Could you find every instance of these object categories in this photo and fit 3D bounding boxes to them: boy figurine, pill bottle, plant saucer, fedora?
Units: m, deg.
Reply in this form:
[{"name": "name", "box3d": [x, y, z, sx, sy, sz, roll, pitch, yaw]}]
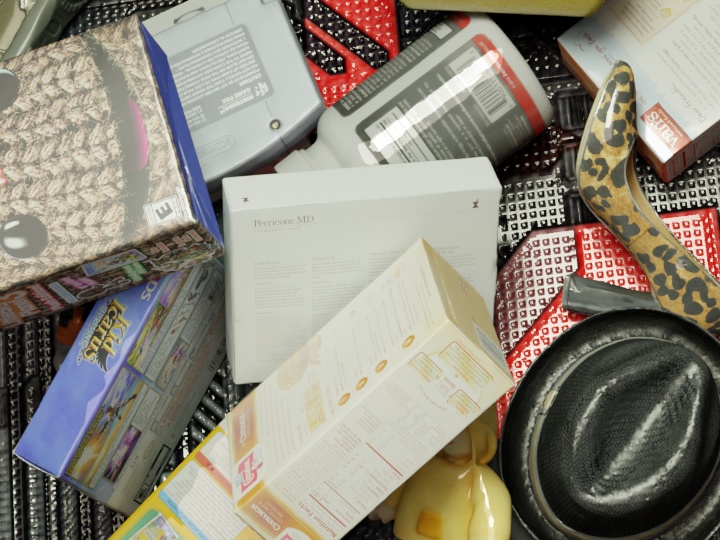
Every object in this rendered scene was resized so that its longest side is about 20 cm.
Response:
[{"name": "boy figurine", "box3d": [0.061, 0.176, 1.545, 0.124, 0.064, 0.201, 26, 103, 39]}, {"name": "pill bottle", "box3d": [0.039, -0.102, 1.650, 0.200, 0.116, 0.116, -37, 72, -1]}, {"name": "plant saucer", "box3d": [0.116, -0.231, 1.650, 0.199, 0.200, 0.049, 3, 106, 12]}, {"name": "fedora", "box3d": [0.196, 0.118, 1.532, 0.199, 0.092, 0.202, 0, 80, -1]}]

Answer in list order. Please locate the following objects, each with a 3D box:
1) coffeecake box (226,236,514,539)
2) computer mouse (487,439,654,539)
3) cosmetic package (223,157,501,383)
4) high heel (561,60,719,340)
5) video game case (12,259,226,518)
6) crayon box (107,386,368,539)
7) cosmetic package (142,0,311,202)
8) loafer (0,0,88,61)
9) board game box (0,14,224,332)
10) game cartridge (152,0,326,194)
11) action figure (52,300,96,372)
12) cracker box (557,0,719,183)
[{"name": "coffeecake box", "box3d": [0.002, 0.092, 1.505, 0.200, 0.154, 0.073, -42, 110, 11]}, {"name": "computer mouse", "box3d": [0.129, 0.171, 1.591, 0.199, 0.053, 0.139, 13, 78, 14]}, {"name": "cosmetic package", "box3d": [0.000, 0.000, 1.587, 0.199, 0.152, 0.052, -5, 35, -10]}, {"name": "high heel", "box3d": [0.231, -0.050, 1.599, 0.142, 0.071, 0.201, 11, 107, 18]}, {"name": "video game case", "box3d": [-0.164, 0.075, 1.604, 0.045, 0.181, 0.201, 25, 80, 17]}, {"name": "crayon box", "box3d": [-0.102, 0.205, 1.626, 0.200, 0.052, 0.126, -45, 72, -4]}, {"name": "cosmetic package", "box3d": [-0.157, -0.123, 1.727, 0.199, 0.052, 0.151, -25, 70, 3]}, {"name": "loafer", "box3d": [-0.267, -0.233, 1.763, 0.069, 0.075, 0.201, 30, 82, 12]}, {"name": "board game box", "box3d": [-0.216, -0.062, 1.499, 0.199, 0.097, 0.160, -19, 76, 4]}, {"name": "game cartridge", "box3d": [-0.133, -0.125, 1.678, 0.199, 0.040, 0.134, -24, 69, 4]}, {"name": "action figure", "box3d": [-0.233, -0.006, 1.621, 0.199, 0.194, 0.105, -27, 36, -18]}, {"name": "cracker box", "box3d": [0.270, -0.183, 1.659, 0.200, 0.058, 0.134, -37, 72, -2]}]
